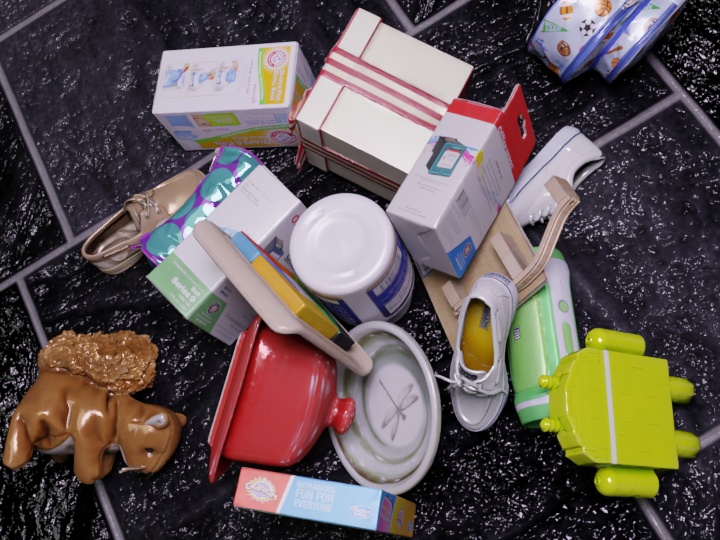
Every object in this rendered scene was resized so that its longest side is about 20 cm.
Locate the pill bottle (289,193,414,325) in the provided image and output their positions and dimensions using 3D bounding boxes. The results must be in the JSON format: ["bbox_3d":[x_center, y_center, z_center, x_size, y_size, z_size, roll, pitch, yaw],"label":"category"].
[{"bbox_3d":[0.000,0.000,1.023,0.119,0.200,0.120,-4,70,12],"label":"pill bottle"}]

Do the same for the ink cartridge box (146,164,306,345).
[{"bbox_3d":[-0.149,-0.017,1.096,0.087,0.145,0.200,41,84,22],"label":"ink cartridge box"}]

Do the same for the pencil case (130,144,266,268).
[{"bbox_3d":[-0.210,-0.077,1.163,0.092,0.085,0.200,41,84,-12],"label":"pencil case"}]

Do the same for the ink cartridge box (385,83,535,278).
[{"bbox_3d":[0.120,-0.108,0.976,0.067,0.116,0.200,22,71,31],"label":"ink cartridge box"}]

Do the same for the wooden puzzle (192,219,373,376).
[{"bbox_3d":[-0.078,0.028,0.955,0.037,0.200,0.185,-47,58,5],"label":"wooden puzzle"}]

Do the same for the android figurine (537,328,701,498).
[{"bbox_3d":[0.279,0.152,0.932,0.199,0.041,0.183,7,70,-23],"label":"android figurine"}]

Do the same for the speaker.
[{"bbox_3d":[0.212,0.078,1.004,0.088,0.088,0.201,-8,69,11],"label":"speaker"}]

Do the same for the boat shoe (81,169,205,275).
[{"bbox_3d":[-0.296,-0.072,1.196,0.200,0.065,0.071,-42,67,-3],"label":"boat shoe"}]

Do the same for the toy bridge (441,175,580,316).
[{"bbox_3d":[0.171,-0.013,0.967,0.200,0.027,0.067,-48,49,28],"label":"toy bridge"}]

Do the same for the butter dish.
[{"bbox_3d":[-0.078,0.149,0.996,0.147,0.200,0.200,16,90,2],"label":"butter dish"}]

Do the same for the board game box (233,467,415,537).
[{"bbox_3d":[-0.031,0.257,0.942,0.152,0.200,0.040,5,73,15],"label":"board game box"}]

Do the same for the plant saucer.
[{"bbox_3d":[0.036,0.158,1.008,0.200,0.050,0.201,-1,89,50],"label":"plant saucer"}]

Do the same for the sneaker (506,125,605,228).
[{"bbox_3d":[0.226,-0.092,1.068,0.071,0.073,0.200,38,83,25],"label":"sneaker"}]

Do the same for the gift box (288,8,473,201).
[{"bbox_3d":[0.017,-0.192,1.102,0.186,0.200,0.185,28,76,5],"label":"gift box"}]

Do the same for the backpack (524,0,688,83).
[{"bbox_3d":[0.304,-0.322,1.079,0.190,0.200,0.154,-39,80,2],"label":"backpack"}]

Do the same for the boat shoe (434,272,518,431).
[{"bbox_3d":[0.128,0.107,0.961,0.074,0.086,0.203,22,122,25],"label":"boat shoe"}]

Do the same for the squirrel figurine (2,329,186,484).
[{"bbox_3d":[-0.315,0.167,1.083,0.186,0.142,0.201,3,74,8],"label":"squirrel figurine"}]

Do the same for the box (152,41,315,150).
[{"bbox_3d":[-0.169,-0.239,1.197,0.199,0.113,0.102,0,70,15],"label":"box"}]

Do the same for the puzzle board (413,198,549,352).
[{"bbox_3d":[0.134,-0.020,1.044,0.151,0.017,0.200,-45,49,30],"label":"puzzle board"}]
